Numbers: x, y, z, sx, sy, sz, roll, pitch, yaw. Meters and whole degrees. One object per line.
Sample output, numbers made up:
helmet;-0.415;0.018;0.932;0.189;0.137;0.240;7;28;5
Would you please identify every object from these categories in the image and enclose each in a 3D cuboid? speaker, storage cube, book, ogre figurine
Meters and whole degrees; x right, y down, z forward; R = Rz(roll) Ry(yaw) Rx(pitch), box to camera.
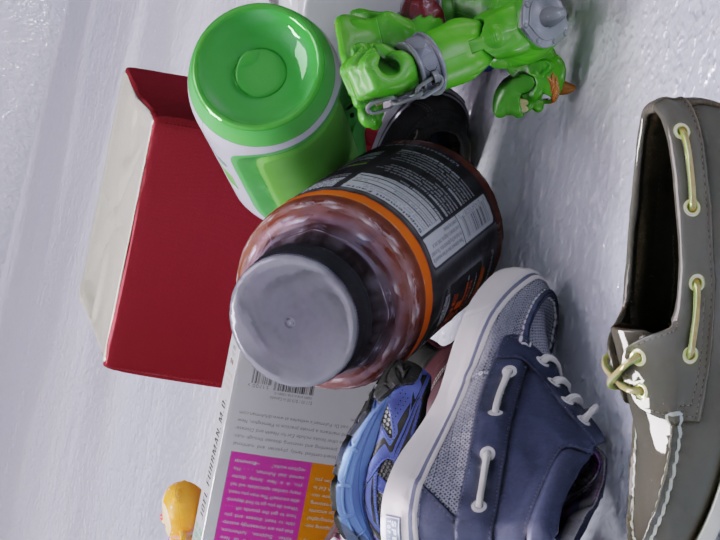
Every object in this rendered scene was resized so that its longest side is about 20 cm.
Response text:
speaker;-0.045;-0.084;1.346;0.200;0.088;0.089;69;-154;-75
storage cube;-0.082;-0.023;1.603;0.171;0.180;0.200;-127;49;-70
book;-0.029;0.143;1.394;0.048;0.133;0.200;-133;54;-70
ogre figurine;0.049;-0.125;1.256;0.200;0.120;0.098;50;-155;-80

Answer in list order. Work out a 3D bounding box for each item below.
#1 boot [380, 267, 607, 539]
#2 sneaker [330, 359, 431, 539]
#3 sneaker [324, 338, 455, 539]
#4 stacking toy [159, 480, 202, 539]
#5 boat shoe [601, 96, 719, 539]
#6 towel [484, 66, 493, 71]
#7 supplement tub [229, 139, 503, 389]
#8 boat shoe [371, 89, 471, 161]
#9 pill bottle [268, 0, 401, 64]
boot;0.086;0.075;1.161;0.200;0.090;0.073;-63;-33;-43
sneaker;0.033;0.133;1.228;0.075;0.078;0.200;-62;-27;-53
sneaker;0.031;0.112;1.337;0.200;0.076;0.116;-55;23;38
stacking toy;-0.087;0.196;1.466;0.200;0.110;0.116;68;-164;-47
boat shoe;0.134;0.026;1.003;0.072;0.060;0.202;-168;87;-75
towel;0.091;-0.233;1.391;0.147;0.024;0.200;120;154;-53
supplement tub;0.000;0.000;1.272;0.200;0.107;0.107;-37;-35;-63
boat shoe;0.022;-0.015;1.444;0.066;0.070;0.200;-107;38;-62
pill bottle;0.002;-0.175;1.480;0.200;0.114;0.114;-112;34;-73
